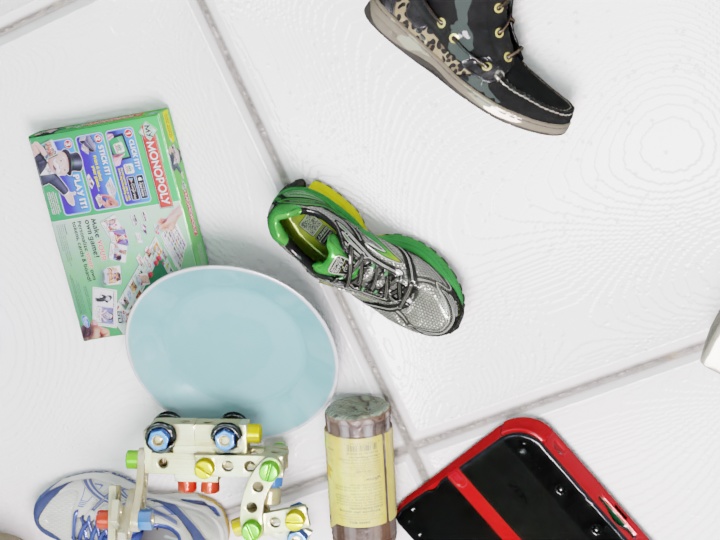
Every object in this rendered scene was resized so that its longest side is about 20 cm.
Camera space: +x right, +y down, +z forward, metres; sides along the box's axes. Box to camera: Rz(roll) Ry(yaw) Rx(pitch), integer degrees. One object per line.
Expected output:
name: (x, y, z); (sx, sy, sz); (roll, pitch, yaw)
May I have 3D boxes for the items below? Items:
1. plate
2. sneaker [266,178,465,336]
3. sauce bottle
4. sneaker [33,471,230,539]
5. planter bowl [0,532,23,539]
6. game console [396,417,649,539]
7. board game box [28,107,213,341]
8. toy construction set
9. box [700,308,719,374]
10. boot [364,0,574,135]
plate: (-0.116, 0.071, 1.762); (0.200, 0.026, 0.200); (5, 126, 7)
sneaker: (0.000, 0.000, 1.694); (0.200, 0.085, 0.078); (31, 113, 4)
sauce bottle: (0.002, 0.217, 1.776); (0.065, 0.065, 0.200); (3, 107, 15)
sneaker: (-0.229, 0.245, 1.839); (0.200, 0.088, 0.075); (3, 110, 17)
planter bowl: (-0.375, 0.336, 1.884); (0.200, 0.135, 0.201); (5, 110, 15)
game console: (0.154, 0.247, 1.765); (0.177, 0.031, 0.200); (-40, 93, 29)
board game box: (-0.216, -0.040, 1.773); (0.134, 0.029, 0.200); (-8, 105, 17)
toy construction set: (-0.144, 0.200, 1.773); (0.200, 0.092, 0.131); (-3, 102, -8)
box: (0.361, -0.002, 1.586); (0.078, 0.095, 0.200); (27, 114, 6)
boot: (0.119, -0.218, 1.599); (0.200, 0.073, 0.151); (36, 114, 8)
